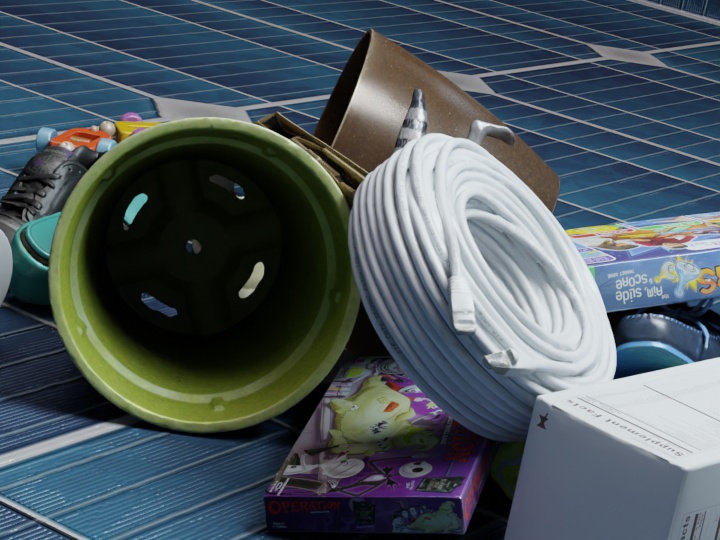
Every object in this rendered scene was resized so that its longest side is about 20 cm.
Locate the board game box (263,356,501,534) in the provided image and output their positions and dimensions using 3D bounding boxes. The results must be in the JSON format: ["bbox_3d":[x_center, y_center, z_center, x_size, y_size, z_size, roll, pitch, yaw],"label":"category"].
[{"bbox_3d":[0.025,0.102,1.258,0.120,0.032,0.200,2,22,13],"label":"board game box"}]

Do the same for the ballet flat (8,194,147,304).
[{"bbox_3d":[-0.191,-0.022,1.535,0.067,0.070,0.200,51,39,14],"label":"ballet flat"}]

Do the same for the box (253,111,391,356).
[{"bbox_3d":[0.000,0.000,1.405,0.021,0.200,0.163,-31,32,-15],"label":"box"}]

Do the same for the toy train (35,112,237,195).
[{"bbox_3d":[-0.178,-0.092,1.819,0.200,0.056,0.150,10,18,8],"label":"toy train"}]

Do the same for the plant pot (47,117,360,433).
[{"bbox_3d":[-0.107,-0.007,1.386,0.200,0.201,0.184,9,5,-8],"label":"plant pot"}]

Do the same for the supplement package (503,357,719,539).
[{"bbox_3d":[0.194,0.130,1.221,0.114,0.110,0.200,25,22,39],"label":"supplement package"}]

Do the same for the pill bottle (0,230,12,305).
[{"bbox_3d":[-0.335,-0.024,1.389,0.200,0.112,0.112,20,19,31],"label":"pill bottle"}]

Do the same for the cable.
[{"bbox_3d":[0.077,0.012,1.254,0.200,0.069,0.200,26,36,-45],"label":"cable"}]

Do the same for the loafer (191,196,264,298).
[{"bbox_3d":[-0.088,-0.028,1.630,0.076,0.068,0.200,6,17,-16],"label":"loafer"}]

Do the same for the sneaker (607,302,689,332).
[{"bbox_3d":[0.154,0.039,1.573,0.199,0.076,0.114,-2,-9,13],"label":"sneaker"}]

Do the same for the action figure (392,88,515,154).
[{"bbox_3d":[0.008,-0.036,1.578,0.200,0.194,0.105,6,-38,50],"label":"action figure"}]

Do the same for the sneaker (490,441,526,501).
[{"bbox_3d":[0.148,0.099,1.354,0.200,0.076,0.105,-6,23,-43],"label":"sneaker"}]

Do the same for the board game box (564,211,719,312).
[{"bbox_3d":[0.214,-0.008,1.432,0.200,0.035,0.135,-7,11,-15],"label":"board game box"}]

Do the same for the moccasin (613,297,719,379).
[{"bbox_3d":[0.224,0.056,1.434,0.080,0.068,0.200,3,-16,26],"label":"moccasin"}]

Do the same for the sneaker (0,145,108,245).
[{"bbox_3d":[-0.253,-0.051,1.568,0.076,0.088,0.200,16,18,17],"label":"sneaker"}]

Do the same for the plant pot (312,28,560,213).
[{"bbox_3d":[0.061,-0.079,1.745,0.200,0.187,0.187,23,15,-7],"label":"plant pot"}]

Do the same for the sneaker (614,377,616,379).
[{"bbox_3d":[0.116,0.066,1.473,0.200,0.078,0.070,34,17,3],"label":"sneaker"}]
